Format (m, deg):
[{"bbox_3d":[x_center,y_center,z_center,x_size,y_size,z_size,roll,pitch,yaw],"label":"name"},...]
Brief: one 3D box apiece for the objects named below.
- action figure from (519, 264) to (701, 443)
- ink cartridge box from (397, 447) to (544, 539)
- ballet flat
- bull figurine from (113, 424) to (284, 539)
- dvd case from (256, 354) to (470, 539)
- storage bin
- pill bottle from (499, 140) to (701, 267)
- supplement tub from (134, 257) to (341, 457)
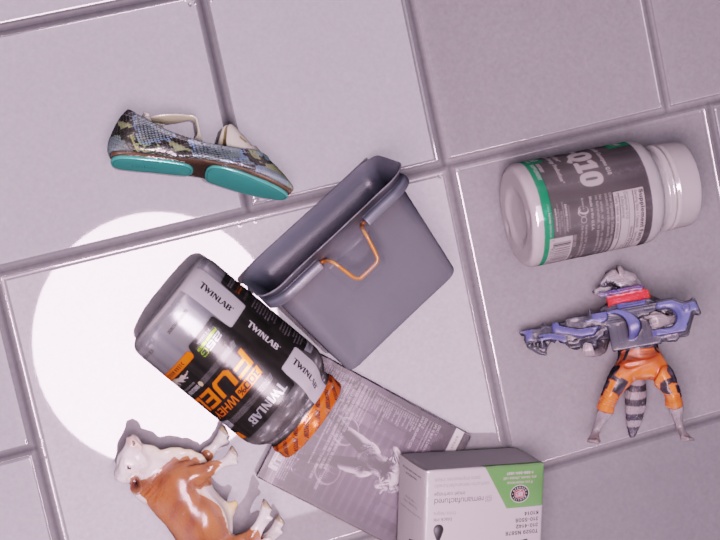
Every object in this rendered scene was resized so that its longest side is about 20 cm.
[{"bbox_3d":[0.282,0.093,1.370,0.196,0.104,0.197,-2,86,14],"label":"action figure"},{"bbox_3d":[0.118,0.303,1.323,0.144,0.084,0.204,-1,95,-19],"label":"ink cartridge box"},{"bbox_3d":[-0.162,-0.126,1.269,0.197,0.074,0.076,12,91,-15],"label":"ballet flat"},{"bbox_3d":[-0.169,0.241,1.282,0.120,0.065,0.202,-32,99,-5],"label":"bull figurine"},{"bbox_3d":[0.005,0.203,1.342,0.198,0.016,0.150,28,86,-11],"label":"dvd case"},{"bbox_3d":[0.000,0.000,1.276,0.200,0.145,0.135,-43,110,-6],"label":"storage bin"},{"bbox_3d":[0.261,-0.077,1.330,0.197,0.113,0.115,-11,95,-11],"label":"pill bottle"},{"bbox_3d":[-0.123,0.093,1.253,0.199,0.122,0.123,39,85,-8],"label":"supplement tub"}]
